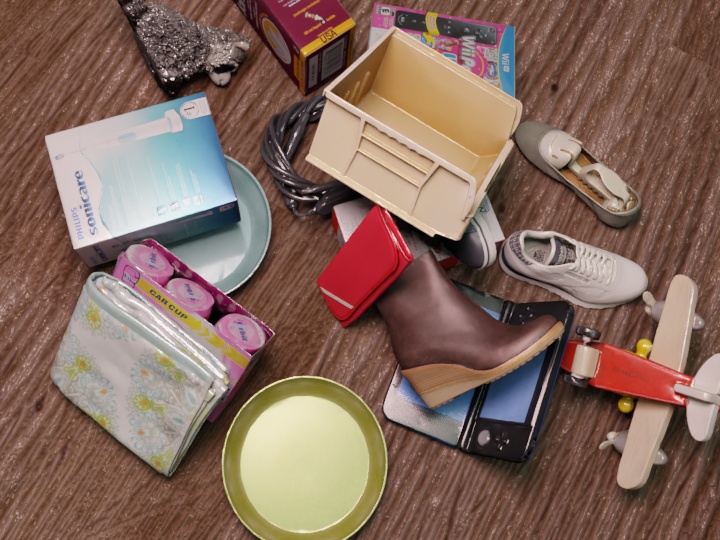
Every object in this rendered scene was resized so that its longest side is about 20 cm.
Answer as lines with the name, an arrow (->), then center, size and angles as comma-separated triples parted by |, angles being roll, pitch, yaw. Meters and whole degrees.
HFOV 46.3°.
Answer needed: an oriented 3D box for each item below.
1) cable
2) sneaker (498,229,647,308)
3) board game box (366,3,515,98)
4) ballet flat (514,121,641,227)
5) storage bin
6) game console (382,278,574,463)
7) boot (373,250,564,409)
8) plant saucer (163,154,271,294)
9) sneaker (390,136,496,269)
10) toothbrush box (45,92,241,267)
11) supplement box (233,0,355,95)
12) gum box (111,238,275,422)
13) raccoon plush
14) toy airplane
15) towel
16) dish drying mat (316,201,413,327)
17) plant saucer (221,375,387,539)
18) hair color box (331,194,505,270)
cable -> -0.030, -0.162, 1.115 | 0.198, 0.051, 0.165 | -26, 72, -13
sneaker -> 0.279, -0.005, 1.080 | 0.196, 0.081, 0.078 | 12, 72, -3
board game box -> 0.104, -0.271, 1.126 | 0.196, 0.065, 0.150 | 9, 58, -4
ballet flat -> 0.295, -0.141, 1.126 | 0.200, 0.064, 0.067 | 43, 75, 7
storage bin -> 0.069, -0.157, 0.955 | 0.197, 0.094, 0.201 | 31, 41, 4
game console -> 0.141, 0.111, 1.020 | 0.117, 0.170, 0.203 | 28, 72, -24
boot -> 0.117, 0.050, 0.976 | 0.198, 0.072, 0.168 | -29, 82, 21
plant saucer -> -0.211, -0.054, 1.070 | 0.196, 0.036, 0.204 | 1, 75, -4
sneaker -> 0.078, -0.071, 1.013 | 0.079, 0.079, 0.201 | -26, 63, -22
toothbrush box -> -0.260, -0.109, 1.018 | 0.197, 0.085, 0.149 | -18, 78, -10
supplement box -> -0.098, -0.354, 1.124 | 0.085, 0.111, 0.201 | -34, 80, -13
gum box -> -0.214, 0.066, 0.988 | 0.199, 0.066, 0.114 | 37, 119, 3
raccoon plush -> -0.223, -0.321, 1.076 | 0.133, 0.202, 0.097 | -31, 47, -13
toy airplane -> 0.356, 0.134, 1.017 | 0.199, 0.141, 0.201 | -34, 64, 20
towel -> -0.257, 0.122, 0.960 | 0.199, 0.048, 0.172 | 38, 119, 6
dish drying mat -> 0.000, 0.000, 0.993 | 0.018, 0.200, 0.078 | -21, 75, -30
plant saucer -> -0.066, 0.230, 1.009 | 0.196, 0.031, 0.204 | 2, 75, -6
hair color box -> 0.072, -0.051, 1.082 | 0.197, 0.064, 0.113 | -17, 75, -8
